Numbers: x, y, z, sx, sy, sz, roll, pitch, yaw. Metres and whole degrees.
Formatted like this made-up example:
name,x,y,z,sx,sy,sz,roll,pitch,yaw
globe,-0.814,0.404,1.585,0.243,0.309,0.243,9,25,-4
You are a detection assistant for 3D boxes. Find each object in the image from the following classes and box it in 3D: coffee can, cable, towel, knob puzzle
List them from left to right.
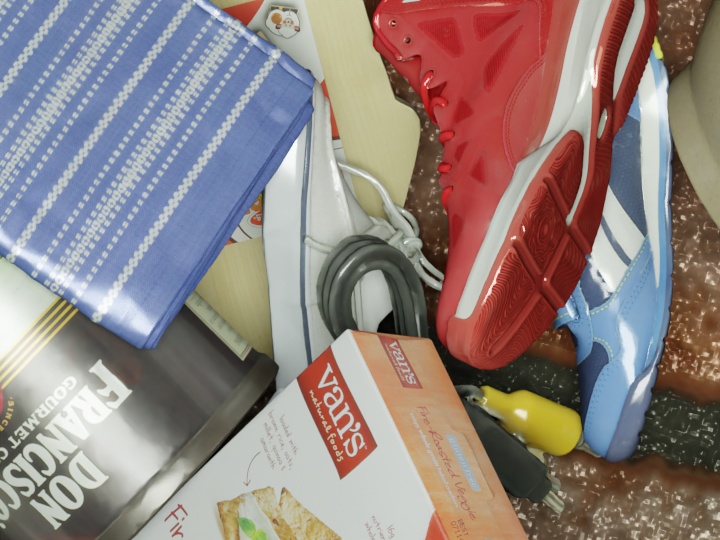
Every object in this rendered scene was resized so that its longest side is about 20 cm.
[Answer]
name,x,y,z,sx,sy,sz,roll,pitch,yaw
coffee can,-0.156,0.026,1.302,0.200,0.146,0.146,44,92,-3
towel,-0.131,-0.076,1.247,0.199,0.024,0.145,35,71,-5
knob puzzle,-0.068,-0.045,1.378,0.218,0.030,0.221,-1,107,-3
cable,0.028,0.063,1.336,0.097,0.050,0.200,-45,123,1

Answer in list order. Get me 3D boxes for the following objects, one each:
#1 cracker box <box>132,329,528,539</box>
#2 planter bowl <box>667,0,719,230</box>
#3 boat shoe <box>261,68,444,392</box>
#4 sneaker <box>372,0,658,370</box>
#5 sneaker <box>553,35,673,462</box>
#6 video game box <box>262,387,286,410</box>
name,x,y,z,sx,sy,sz,roll,pitch,yaw
cracker box,-0.024,0.137,1.240,0.200,0.057,0.134,-44,57,29
planter bowl,0.221,-0.071,1.315,0.134,0.200,0.201,-34,92,28
boat shoe,0.000,0.003,1.342,0.085,0.075,0.203,-4,110,-1
sneaker,0.049,-0.056,1.314,0.115,0.078,0.201,14,66,27
sneaker,0.102,-0.012,1.367,0.082,0.074,0.202,-1,84,0
video game box,-0.031,0.186,1.310,0.200,0.047,0.183,-54,55,25
